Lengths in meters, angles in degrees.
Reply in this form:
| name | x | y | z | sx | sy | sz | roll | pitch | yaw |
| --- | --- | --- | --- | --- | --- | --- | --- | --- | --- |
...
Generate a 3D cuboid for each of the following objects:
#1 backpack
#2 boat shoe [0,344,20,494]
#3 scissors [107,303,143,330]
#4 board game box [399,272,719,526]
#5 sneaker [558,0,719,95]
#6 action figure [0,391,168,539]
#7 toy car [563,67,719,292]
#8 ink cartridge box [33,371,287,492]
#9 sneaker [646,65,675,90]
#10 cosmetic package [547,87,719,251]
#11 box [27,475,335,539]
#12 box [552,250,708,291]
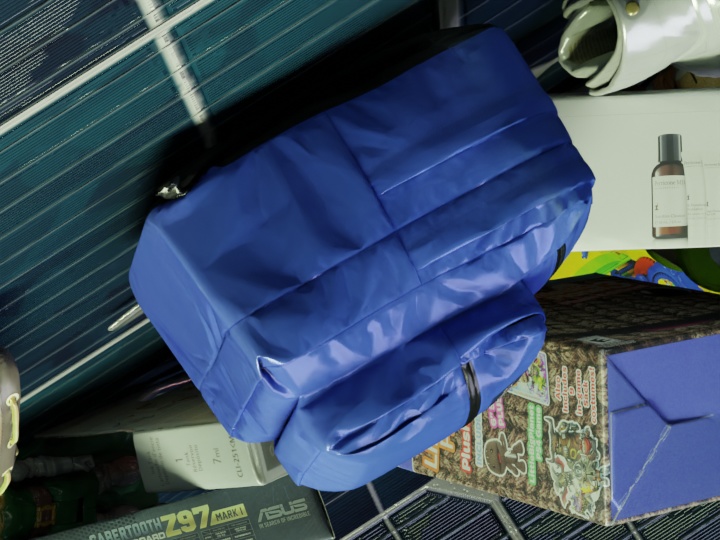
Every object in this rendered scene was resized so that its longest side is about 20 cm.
| name | x | y | z | sx | sy | sz | roll | pitch | yaw |
| --- | --- | --- | --- | --- | --- | --- | --- | --- | --- |
| backpack | 0.014 | -0.007 | 1.304 | 0.199 | 0.168 | 0.163 | -34 | 178 | -16 |
| boat shoe | -0.195 | 0.084 | 1.363 | 0.059 | 0.072 | 0.200 | -27 | 164 | -15 |
| scissors | -0.051 | -0.029 | 1.448 | 0.199 | 0.014 | 0.073 | -32 | 173 | -3 |
| board game box | 0.137 | 0.068 | 1.599 | 0.159 | 0.098 | 0.200 | -9 | -169 | -34 |
| sneaker | 0.153 | -0.132 | 1.463 | 0.115 | 0.074 | 0.200 | -18 | 173 | -4 |
| action figure | -0.179 | 0.141 | 1.668 | 0.054 | 0.119 | 0.199 | 6 | -172 | 40 |
| toy car | 0.205 | -0.103 | 1.638 | 0.201 | 0.157 | 0.164 | -59 | -174 | 3 |
| ink cartridge box | -0.066 | 0.085 | 1.675 | 0.173 | 0.044 | 0.200 | -8 | -171 | 40 |
| sneaker | 0.256 | -0.127 | 1.777 | 0.087 | 0.076 | 0.200 | -25 | 169 | -42 |
| cosmetic package | 0.146 | -0.053 | 1.461 | 0.199 | 0.083 | 0.051 | -3 | -175 | -1 |
| box | -0.132 | 0.183 | 1.619 | 0.199 | 0.051 | 0.158 | -14 | 161 | -27 |
| box | 0.226 | -0.002 | 1.939 | 0.192 | 0.201 | 0.122 | -34 | 172 | 10 |
